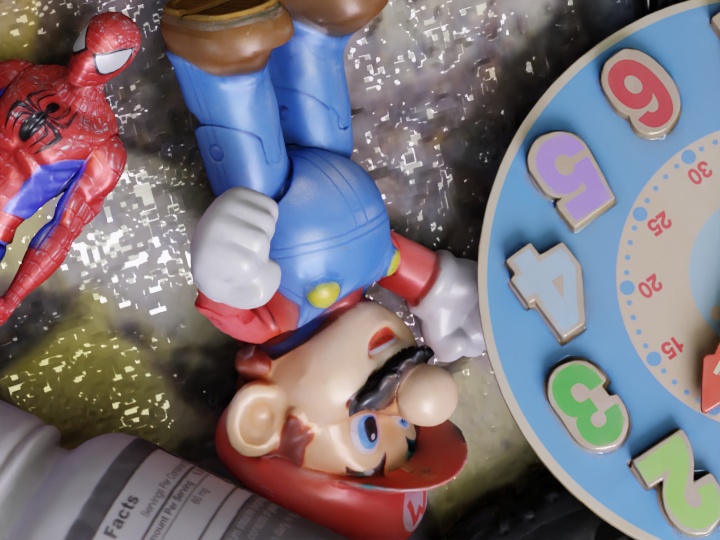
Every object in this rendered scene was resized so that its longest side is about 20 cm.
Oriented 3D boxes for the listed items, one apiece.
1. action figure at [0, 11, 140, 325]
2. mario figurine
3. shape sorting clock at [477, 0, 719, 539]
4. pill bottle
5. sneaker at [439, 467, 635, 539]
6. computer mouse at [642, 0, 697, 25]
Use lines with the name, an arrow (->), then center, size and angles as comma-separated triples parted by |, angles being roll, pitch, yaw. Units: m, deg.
action figure -> -0.136, -0.003, 0.814 | 0.065, 0.052, 0.200 | 38, 93, 11
mario figurine -> 0.000, 0.000, 0.830 | 0.123, 0.106, 0.201 | -15, 109, -13
shape sorting clock -> 0.139, 0.001, 0.834 | 0.199, 0.039, 0.201 | 0, 82, 2
pill bottle -> -0.061, 0.123, 0.813 | 0.199, 0.114, 0.114 | 25, 100, 6
sneaker -> 0.075, 0.099, 0.901 | 0.087, 0.076, 0.201 | 21, 93, -5
computer mouse -> 0.187, -0.059, 0.893 | 0.199, 0.046, 0.141 | 8, 103, -18
